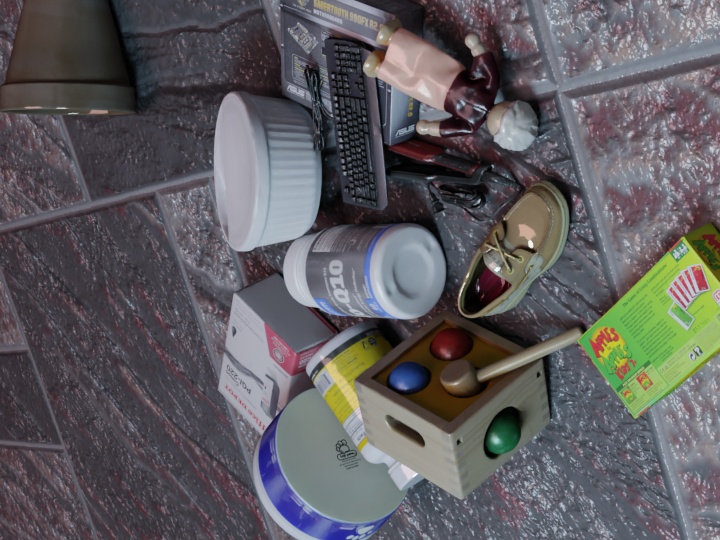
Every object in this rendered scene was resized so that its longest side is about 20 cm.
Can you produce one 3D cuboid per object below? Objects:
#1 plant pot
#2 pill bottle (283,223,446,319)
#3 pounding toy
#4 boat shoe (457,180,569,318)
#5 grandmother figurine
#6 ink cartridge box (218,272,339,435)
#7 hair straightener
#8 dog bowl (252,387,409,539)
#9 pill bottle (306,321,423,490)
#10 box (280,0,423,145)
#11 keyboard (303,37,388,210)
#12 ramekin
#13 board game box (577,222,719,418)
[{"bbox_3d":[-0.432,-0.318,1.934,0.199,0.199,0.175,4,97,50],"label":"plant pot"},{"bbox_3d":[0.000,0.000,1.611,0.199,0.113,0.115,0,110,51],"label":"pill bottle"},{"bbox_3d":[0.127,0.133,1.491,0.199,0.184,0.143,25,140,42],"label":"pounding toy"},{"bbox_3d":[0.164,-0.014,1.437,0.074,0.066,0.201,47,140,23],"label":"boat shoe"},{"bbox_3d":[0.103,-0.194,1.397,0.199,0.060,0.122,35,125,15],"label":"grandmother figurine"},{"bbox_3d":[-0.119,0.130,1.859,0.146,0.084,0.201,42,139,29],"label":"ink cartridge box"},{"bbox_3d":[0.103,-0.099,1.500,0.199,0.041,0.078,18,123,40],"label":"hair straightener"},{"bbox_3d":[-0.035,0.255,1.724,0.201,0.199,0.079,55,140,15],"label":"dog bowl"},{"bbox_3d":[0.027,0.174,1.676,0.201,0.111,0.111,55,142,14],"label":"pill bottle"},{"bbox_3d":[-0.014,-0.254,1.543,0.199,0.048,0.159,28,129,39],"label":"box"},{"bbox_3d":[-0.022,-0.173,1.541,0.127,0.021,0.201,18,123,45],"label":"keyboard"},{"bbox_3d":[-0.117,-0.126,1.660,0.202,0.094,0.204,177,90,-69],"label":"ramekin"},{"bbox_3d":[0.309,0.053,1.309,0.102,0.047,0.200,55,142,16],"label":"board game box"}]
